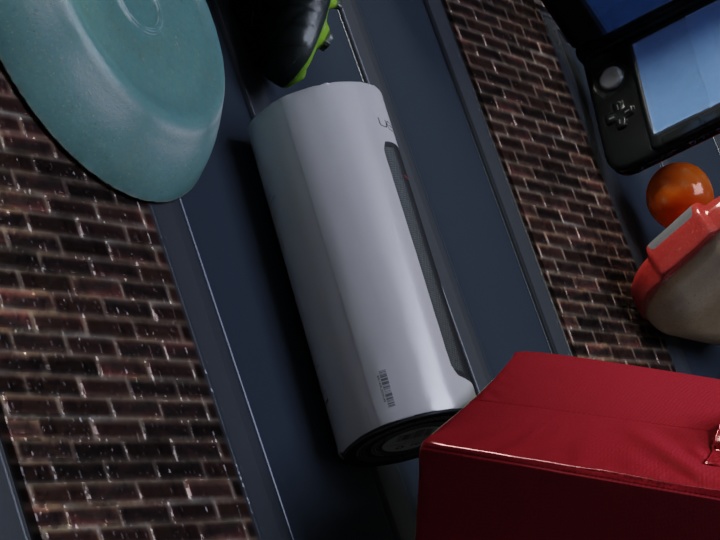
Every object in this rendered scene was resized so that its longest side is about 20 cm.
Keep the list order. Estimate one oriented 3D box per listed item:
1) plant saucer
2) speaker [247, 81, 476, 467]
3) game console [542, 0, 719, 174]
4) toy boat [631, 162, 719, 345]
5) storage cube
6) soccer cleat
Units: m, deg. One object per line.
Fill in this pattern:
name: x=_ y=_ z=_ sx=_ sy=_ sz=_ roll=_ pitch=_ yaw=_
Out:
plant saucer: x=-0.127 y=-0.133 z=1.283 sx=0.200 sy=0.036 sz=0.200 roll=44 pitch=32 yaw=-36
speaker: x=0.000 y=0.000 z=1.353 sx=0.081 sy=0.081 sz=0.201 roll=18 pitch=50 yaw=-57
game console: x=0.231 y=-0.196 z=1.830 sx=0.119 sy=0.200 sz=0.173 roll=32 pitch=40 yaw=-48
toy boat: x=0.262 y=-0.026 z=1.855 sx=0.131 sy=0.130 sz=0.200 roll=55 pitch=20 yaw=24
storage cube: x=0.135 y=0.154 z=1.278 sx=0.171 sy=0.179 sz=0.201 roll=-37 pitch=131 yaw=-64
soccer cleat: x=-0.056 y=-0.192 z=1.458 sx=0.081 sy=0.068 sz=0.201 roll=19 pitch=50 yaw=-25
